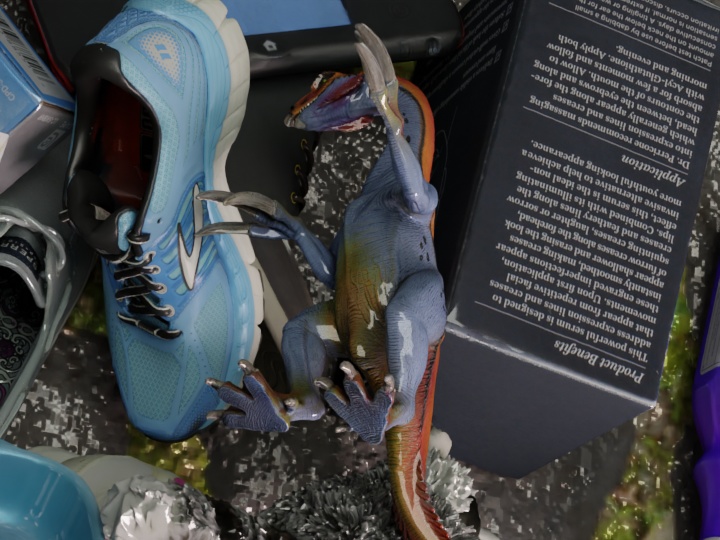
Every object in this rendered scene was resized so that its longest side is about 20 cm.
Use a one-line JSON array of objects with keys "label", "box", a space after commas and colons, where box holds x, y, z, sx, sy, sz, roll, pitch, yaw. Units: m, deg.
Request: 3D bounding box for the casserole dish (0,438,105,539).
[{"label": "casserole dish", "box": [-0.158, 0.124, 0.956, 0.121, 0.200, 0.039, 10, 114, -15]}]

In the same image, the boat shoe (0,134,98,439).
[{"label": "boat shoe", "box": [-0.154, 0.009, 1.092, 0.070, 0.072, 0.201, 24, 67, -13]}]

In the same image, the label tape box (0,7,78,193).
[{"label": "label tape box", "box": [-0.240, -0.059, 1.062, 0.200, 0.063, 0.144, -39, 81, 8]}]

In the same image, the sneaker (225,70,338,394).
[{"label": "sneaker", "box": [-0.038, -0.043, 1.152, 0.106, 0.075, 0.200, -22, 82, -25]}]

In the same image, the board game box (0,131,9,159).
[{"label": "board game box", "box": [-0.257, -0.025, 1.011, 0.200, 0.034, 0.135, 19, 91, 13]}]

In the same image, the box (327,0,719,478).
[{"label": "box", "box": [0.078, -0.026, 1.151, 0.107, 0.148, 0.200, 21, 68, -14]}]

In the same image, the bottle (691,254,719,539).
[{"label": "bottle", "box": [0.204, 0.058, 1.220, 0.083, 0.065, 0.200, 21, 67, -13]}]

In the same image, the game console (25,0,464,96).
[{"label": "game console", "box": [-0.069, -0.158, 1.165, 0.200, 0.031, 0.177, -9, 51, -23]}]

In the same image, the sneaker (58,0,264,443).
[{"label": "sneaker", "box": [-0.097, -0.017, 1.059, 0.090, 0.078, 0.200, -34, 126, -53]}]

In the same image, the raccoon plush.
[{"label": "raccoon plush", "box": [-0.016, 0.096, 1.065, 0.200, 0.097, 0.134, 38, 18, -27]}]

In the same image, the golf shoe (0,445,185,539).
[{"label": "golf shoe", "box": [-0.123, 0.163, 1.031, 0.075, 0.091, 0.200, 46, 47, -51]}]

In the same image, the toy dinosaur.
[{"label": "toy dinosaur", "box": [0.000, 0.000, 1.034, 0.200, 0.105, 0.182, 61, 35, -25]}]
